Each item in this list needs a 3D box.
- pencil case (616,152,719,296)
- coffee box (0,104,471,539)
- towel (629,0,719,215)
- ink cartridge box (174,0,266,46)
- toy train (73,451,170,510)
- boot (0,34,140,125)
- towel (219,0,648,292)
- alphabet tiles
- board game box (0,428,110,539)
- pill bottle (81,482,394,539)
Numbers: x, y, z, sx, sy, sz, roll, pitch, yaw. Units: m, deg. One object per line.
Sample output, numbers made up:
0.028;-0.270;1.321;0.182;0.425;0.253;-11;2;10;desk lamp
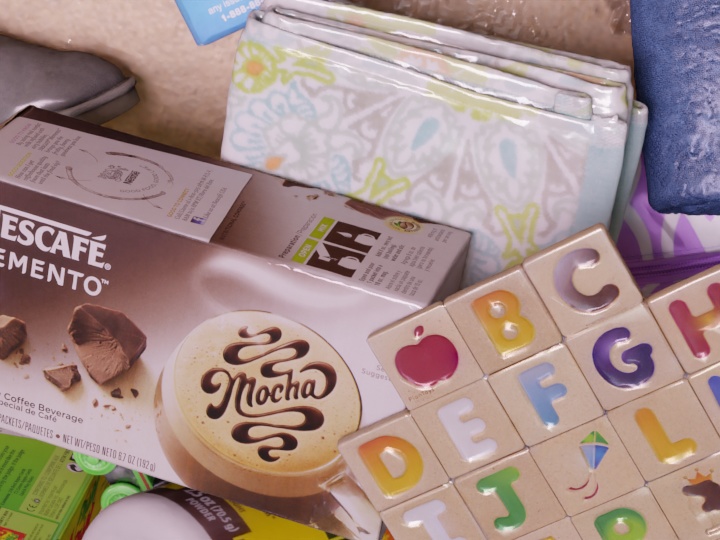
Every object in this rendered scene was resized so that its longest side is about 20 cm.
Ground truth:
0.130;-0.018;0.837;0.198;0.086;0.084;-9;138;15;pencil case
-0.067;0.020;0.756;0.198;0.080;0.114;17;117;10;coffee box
0.167;-0.124;0.769;0.111;0.049;0.202;-3;86;11;towel
-0.045;-0.220;0.782;0.144;0.084;0.201;-22;107;16;ink cartridge box
-0.127;0.029;0.850;0.056;0.042;0.201;-20;109;16;toy train
-0.205;-0.151;0.850;0.180;0.073;0.202;-7;104;9;boot
0.021;-0.010;0.787;0.170;0.048;0.202;16;116;12;towel
0.093;0.086;0.699;0.165;0.006;0.201;-25;108;20;alphabet tiles
-0.181;0.109;0.872;0.101;0.200;0.048;16;114;2;board game box
-0.023;0.134;0.834;0.109;0.199;0.110;11;106;43;pill bottle
